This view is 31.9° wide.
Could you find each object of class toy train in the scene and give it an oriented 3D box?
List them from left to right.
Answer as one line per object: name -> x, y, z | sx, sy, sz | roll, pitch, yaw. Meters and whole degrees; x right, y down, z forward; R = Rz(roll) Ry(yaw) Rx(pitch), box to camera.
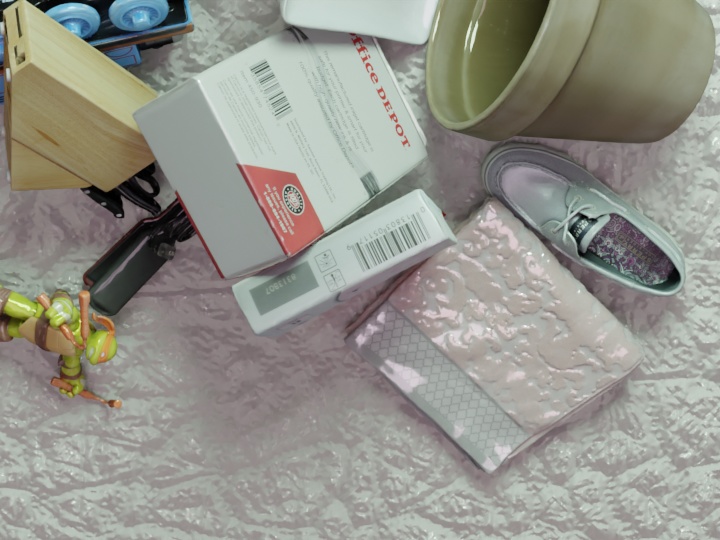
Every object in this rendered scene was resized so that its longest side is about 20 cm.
toy train -> -0.227, -0.200, 0.995 | 0.199, 0.114, 0.087 | -14, 70, -5

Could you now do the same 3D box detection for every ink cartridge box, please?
ink cartridge box -> -0.055, -0.105, 0.972 | 0.083, 0.200, 0.147 | -19, 103, 42
ink cartridge box -> 0.000, 0.000, 1.008 | 0.162, 0.200, 0.057 | -28, 78, 7

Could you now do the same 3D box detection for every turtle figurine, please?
turtle figurine -> -0.271, 0.042, 1.071 | 0.161, 0.200, 0.065 | 19, 61, 5

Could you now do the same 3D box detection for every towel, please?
towel -> 0.115, 0.064, 1.105 | 0.191, 0.032, 0.200 | -42, 104, 19

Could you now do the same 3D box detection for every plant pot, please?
plant pot -> 0.171, -0.179, 0.979 | 0.173, 0.200, 0.201 | 16, 107, -23

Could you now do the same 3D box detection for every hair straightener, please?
hair straightener -> -0.153, -0.029, 1.067 | 0.200, 0.077, 0.041 | -37, 121, 7

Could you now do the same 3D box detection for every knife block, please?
knife block -> -0.189, -0.119, 0.984 | 0.175, 0.064, 0.200 | -6, 147, -19

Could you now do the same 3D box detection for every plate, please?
plate -> 0.019, -0.278, 0.954 | 0.032, 0.200, 0.200 | 27, 108, 31

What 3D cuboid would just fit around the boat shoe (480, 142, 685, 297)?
boat shoe -> 0.193, -0.042, 1.065 | 0.200, 0.072, 0.070 | 30, 105, -7
